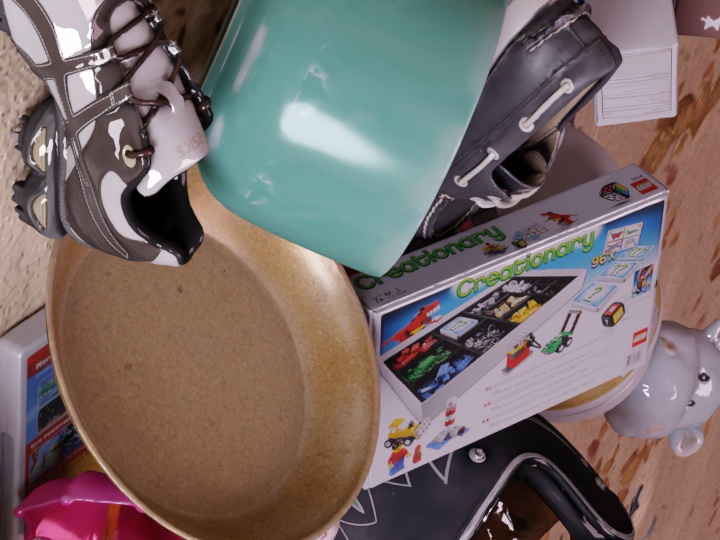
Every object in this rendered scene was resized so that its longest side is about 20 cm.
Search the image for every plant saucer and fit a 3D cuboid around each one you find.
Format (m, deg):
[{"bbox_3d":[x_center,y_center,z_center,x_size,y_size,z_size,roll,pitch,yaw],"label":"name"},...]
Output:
[{"bbox_3d":[-0.075,0.042,1.035,0.035,0.201,0.200,-27,-175,42],"label":"plant saucer"}]

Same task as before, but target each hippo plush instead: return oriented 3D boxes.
[{"bbox_3d":[0.170,0.081,1.536,0.200,0.160,0.160,8,107,-65],"label":"hippo plush"}]

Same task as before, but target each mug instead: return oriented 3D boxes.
[{"bbox_3d":[-0.018,-0.084,1.035,0.185,0.114,0.153,134,-22,-67],"label":"mug"}]

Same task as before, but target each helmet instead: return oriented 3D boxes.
[{"bbox_3d":[0.050,0.156,1.333,0.190,0.200,0.201,30,87,-25],"label":"helmet"}]

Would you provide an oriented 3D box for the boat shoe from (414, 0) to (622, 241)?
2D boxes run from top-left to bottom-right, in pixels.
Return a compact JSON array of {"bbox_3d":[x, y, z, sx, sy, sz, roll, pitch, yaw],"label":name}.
[{"bbox_3d":[0.073,-0.066,1.101,0.074,0.060,0.200,-34,164,-38],"label":"boat shoe"}]

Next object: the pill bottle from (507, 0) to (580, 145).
[{"bbox_3d":[0.065,-0.137,1.170,0.109,0.108,0.201,-52,154,-22],"label":"pill bottle"}]

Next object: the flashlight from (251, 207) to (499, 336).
[{"bbox_3d":[0.000,0.000,1.186,0.199,0.067,0.069,-24,100,-48],"label":"flashlight"}]

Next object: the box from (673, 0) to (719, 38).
[{"bbox_3d":[0.202,-0.226,1.273,0.201,0.074,0.101,-95,-168,-55],"label":"box"}]

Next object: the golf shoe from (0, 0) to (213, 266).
[{"bbox_3d":[-0.098,-0.088,0.911,0.078,0.094,0.201,-43,147,-35],"label":"golf shoe"}]

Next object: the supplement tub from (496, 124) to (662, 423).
[{"bbox_3d":[0.113,0.007,1.368,0.145,0.144,0.200,-58,156,-12],"label":"supplement tub"}]

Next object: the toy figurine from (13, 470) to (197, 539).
[{"bbox_3d":[-0.126,0.189,1.027,0.200,0.149,0.186,-124,-139,-70],"label":"toy figurine"}]

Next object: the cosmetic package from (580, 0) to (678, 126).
[{"bbox_3d":[0.141,-0.189,1.200,0.083,0.050,0.202,77,8,-66],"label":"cosmetic package"}]

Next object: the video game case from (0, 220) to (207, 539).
[{"bbox_3d":[-0.133,0.084,1.105,0.143,0.017,0.201,-38,146,-44],"label":"video game case"}]

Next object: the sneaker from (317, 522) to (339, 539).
[{"bbox_3d":[-0.078,0.165,1.196,0.105,0.075,0.200,-53,175,41],"label":"sneaker"}]

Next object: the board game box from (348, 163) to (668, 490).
[{"bbox_3d":[0.078,0.030,1.192,0.199,0.035,0.127,-21,133,-27],"label":"board game box"}]
